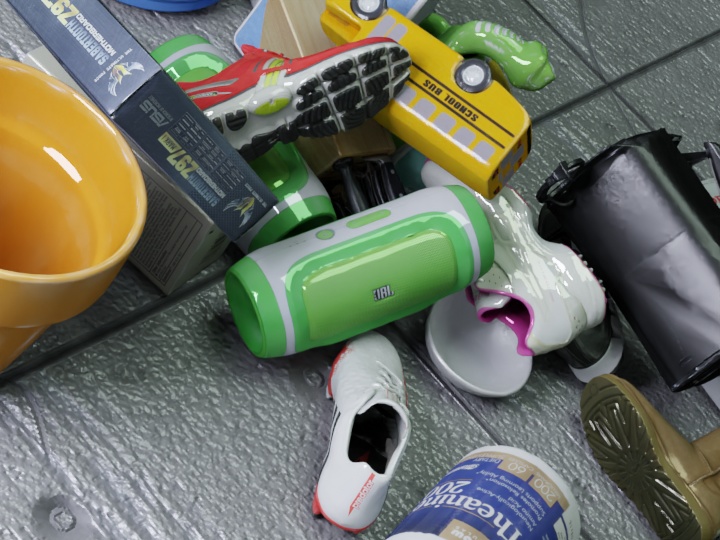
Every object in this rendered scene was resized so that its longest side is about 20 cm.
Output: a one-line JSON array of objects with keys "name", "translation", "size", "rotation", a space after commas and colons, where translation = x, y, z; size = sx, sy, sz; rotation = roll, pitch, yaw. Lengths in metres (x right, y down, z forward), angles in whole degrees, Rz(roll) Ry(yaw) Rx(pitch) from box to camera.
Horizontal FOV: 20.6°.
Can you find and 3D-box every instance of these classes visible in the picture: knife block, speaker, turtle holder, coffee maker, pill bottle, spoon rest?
[{"name": "knife block", "translation": [-0.015, -0.115, 1.638], "size": [0.064, 0.200, 0.175], "rotation": [-9, 28, -41]}, {"name": "speaker", "translation": [0.000, 0.000, 1.539], "size": [0.200, 0.088, 0.089], "rotation": [-21, 62, -19]}, {"name": "speaker", "translation": [-0.104, -0.098, 1.620], "size": [0.088, 0.088, 0.200], "rotation": [-16, 62, -44]}, {"name": "turtle holder", "translation": [0.080, -0.146, 1.726], "size": [0.132, 0.186, 0.141], "rotation": [44, 9, -10]}, {"name": "coffee maker", "translation": [0.252, -0.003, 1.659], "size": [0.192, 0.135, 0.200], "rotation": [-21, 71, -39]}, {"name": "pill bottle", "translation": [0.069, 0.218, 1.414], "size": [0.111, 0.111, 0.200], "rotation": [42, 40, 7]}, {"name": "spoon rest", "translation": [0.104, 0.027, 1.665], "size": [0.099, 0.061, 0.200], "rotation": [24, 40, -13]}]

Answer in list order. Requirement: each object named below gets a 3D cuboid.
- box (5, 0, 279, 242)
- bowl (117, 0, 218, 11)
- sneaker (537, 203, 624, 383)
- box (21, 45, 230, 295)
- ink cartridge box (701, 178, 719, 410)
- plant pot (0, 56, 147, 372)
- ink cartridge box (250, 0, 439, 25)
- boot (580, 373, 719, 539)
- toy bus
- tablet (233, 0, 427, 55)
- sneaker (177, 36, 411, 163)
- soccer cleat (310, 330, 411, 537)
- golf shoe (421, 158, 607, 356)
[{"name": "box", "translation": [-0.152, -0.120, 1.374], "size": [0.158, 0.051, 0.200], "rotation": [46, -1, 32]}, {"name": "bowl", "translation": [-0.192, -0.310, 1.785], "size": [0.200, 0.039, 0.201], "rotation": [13, 46, -14]}, {"name": "sneaker", "translation": [0.177, -0.001, 1.724], "size": [0.090, 0.066, 0.200], "rotation": [36, 35, -38]}, {"name": "box", "translation": [-0.185, -0.088, 1.547], "size": [0.200, 0.095, 0.078], "rotation": [43, 39, 7]}, {"name": "ink cartridge box", "translation": [0.342, 0.020, 1.822], "size": [0.145, 0.083, 0.200], "rotation": [-12, 59, -42]}, {"name": "plant pot", "translation": [-0.270, -0.014, 1.343], "size": [0.200, 0.183, 0.200], "rotation": [19, 43, -18]}, {"name": "ink cartridge box", "translation": [-0.024, -0.317, 1.843], "size": [0.146, 0.147, 0.200], "rotation": [4, 50, -33]}, {"name": "boot", "translation": [0.295, 0.147, 1.687], "size": [0.200, 0.066, 0.175], "rotation": [-17, 72, -44]}, {"name": "toy bus", "translation": [0.047, -0.147, 1.589], "size": [0.200, 0.065, 0.078], "rotation": [36, 80, 15]}, {"name": "tablet", "translation": [-0.024, -0.224, 1.711], "size": [0.014, 0.200, 0.130], "rotation": [-9, 57, -52]}, {"name": "sneaker", "translation": [-0.059, -0.148, 1.523], "size": [0.200, 0.077, 0.085], "rotation": [-19, 51, -13]}, {"name": "soccer cleat", "translation": [0.010, 0.110, 1.497], "size": [0.069, 0.085, 0.200], "rotation": [26, 41, -11]}, {"name": "golf shoe", "translation": [0.110, -0.015, 1.623], "size": [0.092, 0.075, 0.200], "rotation": [-38, 73, -20]}]
